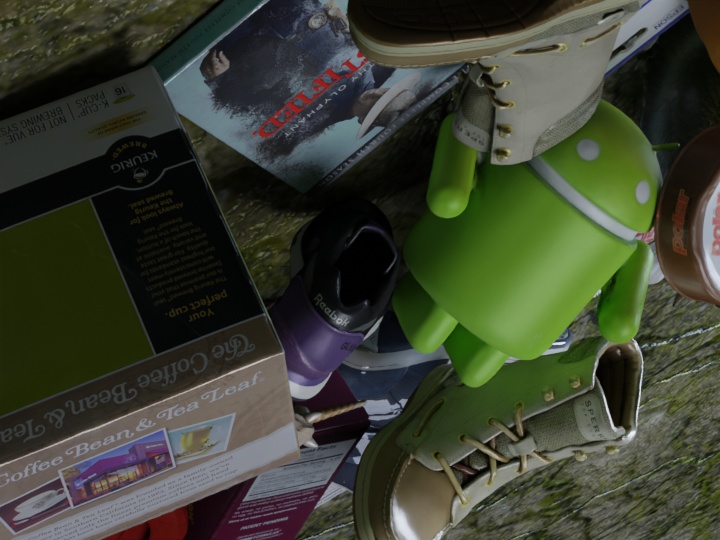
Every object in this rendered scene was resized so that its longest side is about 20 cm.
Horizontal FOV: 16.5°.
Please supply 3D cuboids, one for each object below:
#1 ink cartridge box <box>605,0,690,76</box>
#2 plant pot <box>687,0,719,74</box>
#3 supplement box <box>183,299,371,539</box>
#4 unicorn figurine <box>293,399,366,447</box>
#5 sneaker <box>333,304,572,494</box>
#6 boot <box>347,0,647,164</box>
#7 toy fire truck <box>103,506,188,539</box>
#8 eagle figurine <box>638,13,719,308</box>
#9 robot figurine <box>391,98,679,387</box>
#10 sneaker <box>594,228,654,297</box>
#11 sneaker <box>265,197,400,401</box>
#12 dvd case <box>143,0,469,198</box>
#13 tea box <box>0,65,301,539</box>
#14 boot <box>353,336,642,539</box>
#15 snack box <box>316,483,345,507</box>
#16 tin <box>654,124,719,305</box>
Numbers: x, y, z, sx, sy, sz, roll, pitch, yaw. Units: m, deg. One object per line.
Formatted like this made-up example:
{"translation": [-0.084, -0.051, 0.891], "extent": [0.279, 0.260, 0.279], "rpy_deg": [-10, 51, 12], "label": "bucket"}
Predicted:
{"translation": [0.120, -0.173, 1.475], "extent": [0.099, 0.039, 0.200], "rpy_deg": [-38, 151, 12], "label": "ink cartridge box"}
{"translation": [0.307, -0.183, 1.510], "extent": [0.183, 0.201, 0.200], "rpy_deg": [-31, 158, 34], "label": "plant pot"}
{"translation": [-0.088, 0.126, 1.671], "extent": [0.085, 0.111, 0.200], "rpy_deg": [-9, 145, -37], "label": "supplement box"}
{"translation": [-0.109, 0.058, 1.489], "extent": [0.200, 0.137, 0.074], "rpy_deg": [44, 64, -50], "label": "unicorn figurine"}
{"translation": [0.044, 0.085, 1.761], "extent": [0.201, 0.077, 0.147], "rpy_deg": [-2, 130, -30], "label": "sneaker"}
{"translation": [0.071, -0.119, 1.401], "extent": [0.199, 0.072, 0.155], "rpy_deg": [-17, 152, -26], "label": "boot"}
{"translation": [-0.147, 0.188, 1.614], "extent": [0.199, 0.129, 0.176], "rpy_deg": [14, 132, -23], "label": "toy fire truck"}
{"translation": [0.255, -0.079, 1.661], "extent": [0.150, 0.201, 0.152], "rpy_deg": [-3, 169, -10], "label": "eagle figurine"}
{"translation": [0.106, -0.026, 1.543], "extent": [0.175, 0.116, 0.200], "rpy_deg": [35, 104, -23], "label": "robot figurine"}
{"translation": [0.131, -0.027, 1.695], "extent": [0.201, 0.067, 0.108], "rpy_deg": [3, 134, -53], "label": "sneaker"}
{"translation": [0.000, 0.000, 1.504], "extent": [0.088, 0.076, 0.200], "rpy_deg": [-45, -170, 30], "label": "sneaker"}
{"translation": [-0.022, -0.119, 1.432], "extent": [0.146, 0.022, 0.200], "rpy_deg": [-38, 153, 11], "label": "dvd case"}
{"translation": [-0.160, 0.031, 1.324], "extent": [0.199, 0.197, 0.134], "rpy_deg": [-21, 151, -8], "label": "tea box"}
{"translation": [0.090, 0.113, 1.583], "extent": [0.154, 0.072, 0.200], "rpy_deg": [-14, -156, 32], "label": "boot"}
{"translation": [-0.078, 0.178, 1.862], "extent": [0.199, 0.024, 0.072], "rpy_deg": [-30, 154, -4], "label": "snack box"}
{"translation": [0.264, -0.035, 1.561], "extent": [0.199, 0.042, 0.113], "rpy_deg": [-4, 100, -41], "label": "tin"}
